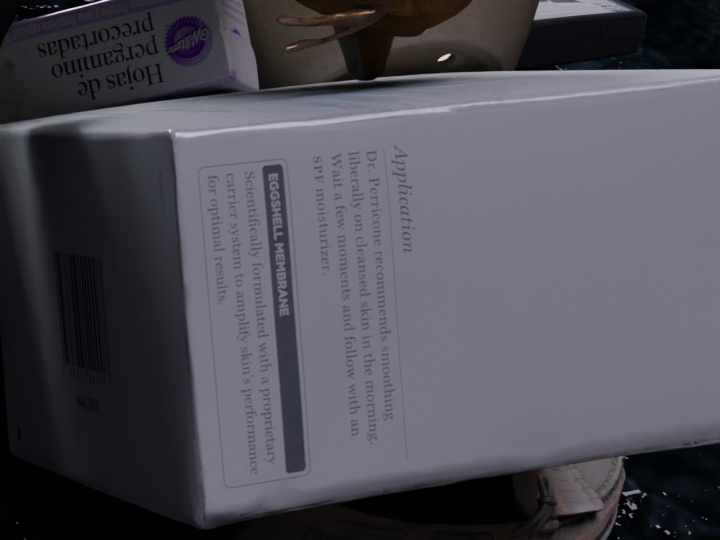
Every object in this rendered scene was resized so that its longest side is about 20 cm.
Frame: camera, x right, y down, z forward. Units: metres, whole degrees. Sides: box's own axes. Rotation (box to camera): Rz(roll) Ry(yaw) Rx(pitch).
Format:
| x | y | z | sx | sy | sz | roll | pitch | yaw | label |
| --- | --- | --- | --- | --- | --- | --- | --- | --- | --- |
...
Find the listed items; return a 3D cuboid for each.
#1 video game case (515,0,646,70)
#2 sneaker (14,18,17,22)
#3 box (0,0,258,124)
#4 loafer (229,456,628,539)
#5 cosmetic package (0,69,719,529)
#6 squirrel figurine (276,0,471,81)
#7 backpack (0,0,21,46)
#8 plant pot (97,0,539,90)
| x | y | z | sx | sy | sz | roll | pitch | yaw | label |
| --- | --- | --- | --- | --- | --- | --- | --- | --- | --- |
| 0.003 | -0.136 | 1.335 | 0.199 | 0.026 | 0.180 | -11 | 33 | -45 | video game case |
| -0.218 | -0.107 | 1.146 | 0.198 | 0.080 | 0.130 | 13 | 15 | 11 | sneaker |
| -0.138 | -0.064 | 1.045 | 0.199 | 0.039 | 0.041 | -12 | -6 | 11 | box |
| 0.034 | 0.081 | 1.026 | 0.199 | 0.063 | 0.072 | -15 | 48 | -46 | loafer |
| 0.000 | 0.000 | 0.956 | 0.199 | 0.124 | 0.199 | -6 | 6 | -24 | cosmetic package |
| -0.044 | -0.147 | 0.929 | 0.186 | 0.142 | 0.200 | 26 | 7 | -17 | squirrel figurine |
| -0.215 | -0.029 | 0.905 | 0.153 | 0.201 | 0.176 | 22 | 14 | 10 | backpack |
| -0.008 | -0.117 | 1.112 | 0.199 | 0.200 | 0.135 | 0 | 58 | -32 | plant pot |
